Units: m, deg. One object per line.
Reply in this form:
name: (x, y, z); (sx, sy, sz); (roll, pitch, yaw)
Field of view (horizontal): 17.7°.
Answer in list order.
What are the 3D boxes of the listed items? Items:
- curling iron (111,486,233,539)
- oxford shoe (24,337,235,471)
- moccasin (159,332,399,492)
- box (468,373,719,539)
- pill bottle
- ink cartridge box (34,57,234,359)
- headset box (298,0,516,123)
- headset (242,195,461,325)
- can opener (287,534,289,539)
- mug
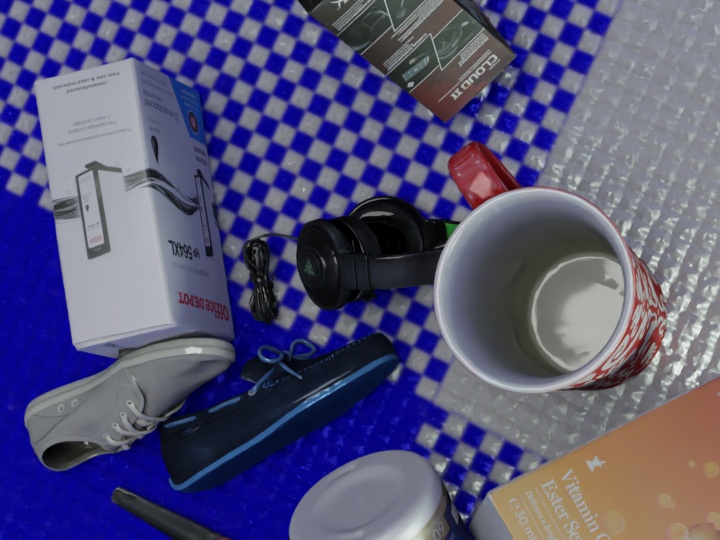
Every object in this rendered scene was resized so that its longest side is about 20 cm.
curling iron: (-0.108, 0.219, 1.730); (0.200, 0.026, 0.050); (33, 91, 18)
oxford shoe: (-0.169, 0.100, 1.724); (0.200, 0.075, 0.058); (-25, 61, 30)
moccasin: (-0.069, 0.092, 1.705); (0.200, 0.080, 0.068); (-30, 72, 11)
box: (0.199, 0.182, 1.560); (0.200, 0.106, 0.152); (-27, 76, -12)
pill bottle: (0.040, 0.232, 1.597); (0.111, 0.111, 0.200); (-21, 118, 14)
ink cartridge box: (-0.164, -0.041, 1.714); (0.084, 0.146, 0.200); (-12, 81, 14)
headset box: (0.013, -0.204, 1.646); (0.077, 0.200, 0.149); (-42, 52, 10)
headset: (0.000, 0.000, 1.682); (0.200, 0.123, 0.094); (4, 105, 32)
can opener: (-0.008, 0.253, 1.668); (0.079, 0.063, 0.200); (-4, 89, -21)
mug: (0.140, 0.002, 1.586); (0.133, 0.200, 0.178); (-5, 82, 17)
